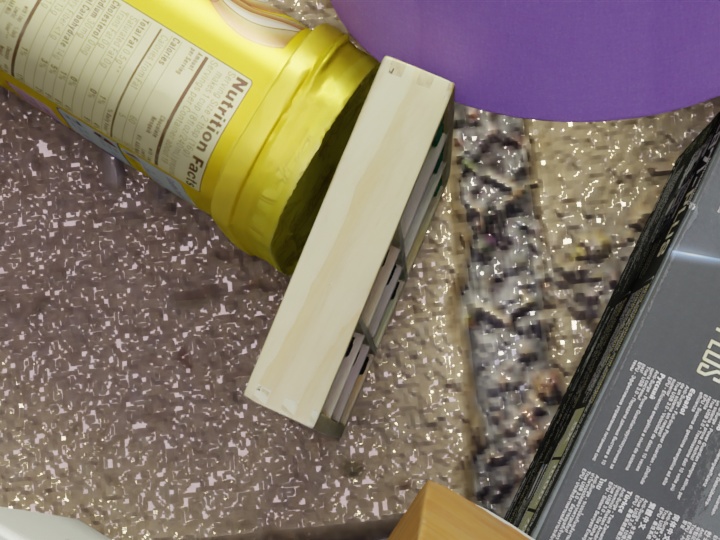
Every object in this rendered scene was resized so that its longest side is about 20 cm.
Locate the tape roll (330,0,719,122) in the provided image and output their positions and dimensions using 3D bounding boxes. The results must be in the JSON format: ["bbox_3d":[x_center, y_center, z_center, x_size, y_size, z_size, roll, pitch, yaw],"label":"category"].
[{"bbox_3d":[0.081,-0.146,0.709,0.198,0.066,0.201,-3,48,4],"label":"tape roll"}]

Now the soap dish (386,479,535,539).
[{"bbox_3d":[0.036,0.193,0.645,0.157,0.081,0.201,33,113,3],"label":"soap dish"}]

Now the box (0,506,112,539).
[{"bbox_3d":[-0.135,0.203,0.730,0.106,0.152,0.201,27,85,12],"label":"box"}]

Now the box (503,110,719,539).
[{"bbox_3d":[0.132,0.047,0.743,0.086,0.164,0.201,26,84,4],"label":"box"}]

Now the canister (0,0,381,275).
[{"bbox_3d":[-0.094,-0.090,0.769,0.199,0.149,0.087,32,86,6],"label":"canister"}]

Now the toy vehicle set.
[{"bbox_3d":[0.000,0.000,0.732,0.026,0.200,0.125,22,86,4],"label":"toy vehicle set"}]
